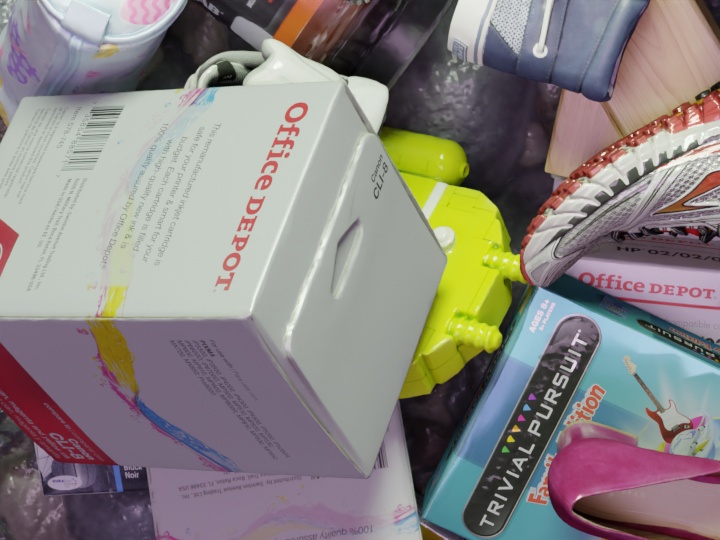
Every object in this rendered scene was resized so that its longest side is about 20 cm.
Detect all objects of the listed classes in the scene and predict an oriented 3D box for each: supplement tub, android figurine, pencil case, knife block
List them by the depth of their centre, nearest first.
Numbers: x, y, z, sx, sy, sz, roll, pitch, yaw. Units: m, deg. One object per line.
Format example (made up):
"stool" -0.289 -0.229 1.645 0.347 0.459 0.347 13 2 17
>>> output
"pencil case" -0.148 -0.129 1.084 0.083 0.200 0.091 40 68 -5
"knife block" 0.168 -0.127 1.095 0.199 0.064 0.176 16 103 11
"supplement tub" -0.049 -0.178 1.101 0.200 0.107 0.107 37 108 -3
"android figurine" 0.000 0.000 1.119 0.199 0.182 0.041 15 151 31

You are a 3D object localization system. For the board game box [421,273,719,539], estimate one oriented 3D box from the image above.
"board game box" 0.155 0.107 1.114 0.199 0.047 0.151 24 108 -2

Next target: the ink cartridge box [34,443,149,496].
"ink cartridge box" -0.154 0.035 1.214 0.099 0.039 0.201 -5 105 10

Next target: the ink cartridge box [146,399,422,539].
"ink cartridge box" -0.039 0.153 1.139 0.147 0.086 0.201 -8 76 -2

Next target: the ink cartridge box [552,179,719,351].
"ink cartridge box" 0.155 0.042 1.155 0.115 0.068 0.201 5 107 5

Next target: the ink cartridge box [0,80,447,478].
"ink cartridge box" -0.084 0.006 1.024 0.199 0.146 0.145 0 143 31

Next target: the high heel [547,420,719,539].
"high heel" 0.193 0.127 1.041 0.199 0.096 0.068 21 107 -1

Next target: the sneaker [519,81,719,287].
"sneaker" 0.170 -0.041 1.034 0.200 0.078 0.082 -29 93 14

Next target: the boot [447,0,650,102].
"boot" 0.121 -0.189 1.038 0.090 0.073 0.201 21 96 9

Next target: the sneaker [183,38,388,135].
"sneaker" -0.068 -0.082 1.104 0.081 0.200 0.075 30 66 -27

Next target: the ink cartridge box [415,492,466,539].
"ink cartridge box" -0.015 0.219 1.246 0.197 0.047 0.200 31 106 -2

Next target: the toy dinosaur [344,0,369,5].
"toy dinosaur" -0.038 -0.195 1.008 0.200 0.077 0.102 29 151 5
